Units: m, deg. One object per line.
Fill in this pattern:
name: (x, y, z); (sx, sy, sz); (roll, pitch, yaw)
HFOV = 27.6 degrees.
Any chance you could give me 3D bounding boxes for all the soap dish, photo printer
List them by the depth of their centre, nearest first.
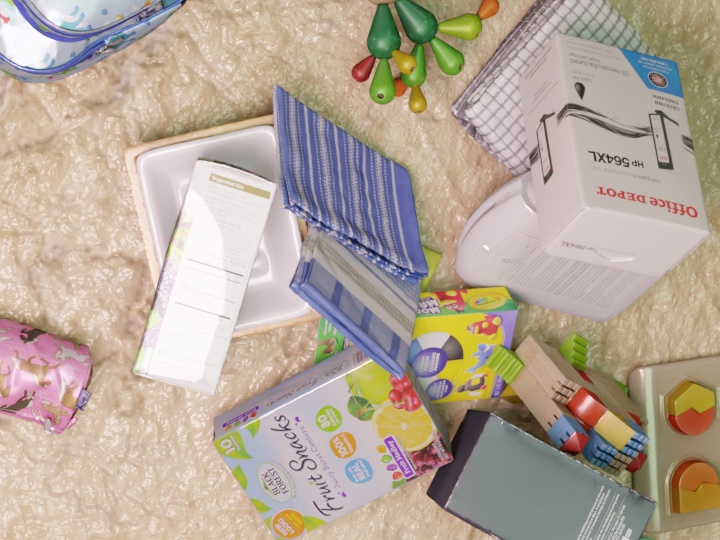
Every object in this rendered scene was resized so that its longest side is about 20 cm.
soap dish: (-0.131, -0.037, 1.419); (0.155, 0.081, 0.203); (-13, 98, -5)
photo printer: (0.203, -0.025, 1.493); (0.198, 0.167, 0.070); (14, 57, -17)

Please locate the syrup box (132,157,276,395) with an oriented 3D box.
syrup box: (-0.141, 0.003, 1.341); (0.080, 0.079, 0.203); (16, 94, -8)

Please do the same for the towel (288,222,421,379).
towel: (0.000, 0.000, 1.412); (0.147, 0.201, 0.024); (41, 121, -20)

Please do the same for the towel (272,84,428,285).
towel: (-0.008, -0.081, 1.417); (0.199, 0.024, 0.146); (30, 42, -42)

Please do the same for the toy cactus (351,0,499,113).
toy cactus: (0.044, -0.260, 1.459); (0.165, 0.102, 0.201); (44, 74, -18)

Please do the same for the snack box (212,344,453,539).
snack box: (-0.026, 0.166, 1.445); (0.198, 0.053, 0.143); (-27, 112, 8)

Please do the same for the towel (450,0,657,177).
towel: (0.206, -0.181, 1.523); (0.165, 0.085, 0.200); (43, 85, -22)

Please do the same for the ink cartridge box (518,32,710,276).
ink cartridge box: (0.241, -0.110, 1.403); (0.144, 0.084, 0.202); (9, 57, -23)

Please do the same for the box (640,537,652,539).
box: (0.239, 0.357, 1.589); (0.197, 0.048, 0.119); (-4, 95, -18)

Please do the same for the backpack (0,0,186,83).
backpack: (-0.273, -0.276, 1.336); (0.199, 0.147, 0.184); (-34, 100, -9)

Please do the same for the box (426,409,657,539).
box: (0.172, 0.226, 1.458); (0.181, 0.200, 0.105); (29, 85, 1)

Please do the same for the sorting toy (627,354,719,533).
sorting toy: (0.396, 0.189, 1.630); (0.197, 0.036, 0.188); (-6, 96, -16)

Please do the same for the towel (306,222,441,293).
towel: (-0.018, -0.020, 1.501); (0.198, 0.018, 0.087); (26, 91, -18)

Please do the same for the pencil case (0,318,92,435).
pencil case: (-0.351, 0.089, 1.372); (0.198, 0.087, 0.083); (17, 120, -17)

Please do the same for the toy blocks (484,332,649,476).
toy blocks: (0.234, 0.148, 1.497); (0.199, 0.137, 0.100); (27, 108, -40)

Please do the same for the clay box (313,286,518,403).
clay box: (0.053, 0.081, 1.487); (0.197, 0.048, 0.116); (-5, 126, -17)
